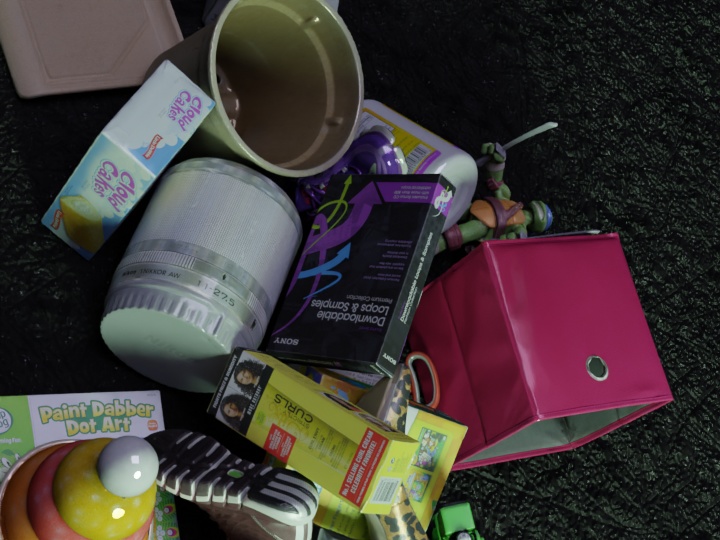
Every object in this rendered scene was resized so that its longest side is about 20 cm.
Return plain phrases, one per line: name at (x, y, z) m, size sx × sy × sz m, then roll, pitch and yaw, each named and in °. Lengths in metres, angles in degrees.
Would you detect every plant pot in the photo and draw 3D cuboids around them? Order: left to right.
plant pot at (-0.130, -0.190, 1.354) m, size 0.200 × 0.183 × 0.201 m, roll 4°, pitch 84°, yaw -42°

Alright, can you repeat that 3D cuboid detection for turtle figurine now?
turtle figurine at (0.145, -0.084, 1.489) m, size 0.193 × 0.200 × 0.145 m, roll -9°, pitch 85°, yaw -13°

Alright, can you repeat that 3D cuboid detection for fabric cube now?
fabric cube at (0.191, 0.090, 1.418) m, size 0.195 × 0.200 × 0.200 m, roll -3°, pitch 69°, yaw -30°

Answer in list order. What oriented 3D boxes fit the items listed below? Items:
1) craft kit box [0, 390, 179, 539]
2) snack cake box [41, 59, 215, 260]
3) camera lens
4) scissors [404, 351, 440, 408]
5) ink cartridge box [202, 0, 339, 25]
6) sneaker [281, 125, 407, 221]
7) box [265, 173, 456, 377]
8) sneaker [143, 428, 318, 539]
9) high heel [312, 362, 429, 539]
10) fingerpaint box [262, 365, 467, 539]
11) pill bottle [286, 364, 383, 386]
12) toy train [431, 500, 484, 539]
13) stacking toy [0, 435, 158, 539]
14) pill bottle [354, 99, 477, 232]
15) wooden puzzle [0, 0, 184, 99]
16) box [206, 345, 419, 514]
craft kit box at (-0.271, 0.213, 1.185) m, size 0.199 × 0.049 × 0.198 m, roll 0°, pitch 64°, yaw -31°
snack cake box at (-0.232, -0.105, 1.263) m, size 0.067 × 0.200 × 0.115 m, roll 40°, pitch 54°, yaw -8°
camera lens at (-0.156, 0.000, 1.281) m, size 0.160 × 0.160 × 0.201 m, roll 30°, pitch 56°, yaw -15°
scissors at (0.065, 0.187, 1.387) m, size 0.073 × 0.014 × 0.201 m, roll -16°, pitch 71°, yaw 7°
ink cartridge box at (-0.097, -0.366, 1.542) m, size 0.145 × 0.083 × 0.201 m, roll 20°, pitch 58°, yaw -21°
sneaker at (-0.026, -0.089, 1.376) m, size 0.083 × 0.200 × 0.081 m, roll -29°, pitch 91°, yaw -43°
box at (0.000, 0.000, 1.232) m, size 0.036 × 0.143 × 0.201 m, roll 37°, pitch 64°, yaw -45°
sneaker at (-0.128, 0.227, 1.176) m, size 0.076 × 0.199 × 0.116 m, roll -34°, pitch 131°, yaw -47°
high heel at (0.042, 0.195, 1.208) m, size 0.142 × 0.071 × 0.201 m, roll 22°, pitch 93°, yaw -27°
fingerpaint box at (-0.013, 0.213, 1.263) m, size 0.166 × 0.073 × 0.201 m, roll 21°, pitch 91°, yaw -20°
pill bottle at (0.001, 0.031, 1.334) m, size 0.114 × 0.114 × 0.201 m, roll 19°, pitch 94°, yaw -21°
toy train at (0.090, 0.270, 1.283) m, size 0.042 × 0.200 × 0.057 m, roll -12°, pitch 72°, yaw -6°
stacking toy at (-0.217, 0.190, 1.076) m, size 0.146 × 0.200 × 0.147 m, roll 13°, pitch 62°, yaw -25°
pill bottle at (0.029, -0.127, 1.446) m, size 0.104 × 0.105 × 0.200 m, roll -28°, pitch 49°, yaw -37°
wooden puzzle at (-0.305, -0.279, 1.412) m, size 0.199 × 0.037 × 0.186 m, roll -13°, pitch 75°, yaw -30°
box at (-0.046, 0.143, 1.157) m, size 0.050 × 0.200 × 0.076 m, roll 18°, pitch 99°, yaw -56°
